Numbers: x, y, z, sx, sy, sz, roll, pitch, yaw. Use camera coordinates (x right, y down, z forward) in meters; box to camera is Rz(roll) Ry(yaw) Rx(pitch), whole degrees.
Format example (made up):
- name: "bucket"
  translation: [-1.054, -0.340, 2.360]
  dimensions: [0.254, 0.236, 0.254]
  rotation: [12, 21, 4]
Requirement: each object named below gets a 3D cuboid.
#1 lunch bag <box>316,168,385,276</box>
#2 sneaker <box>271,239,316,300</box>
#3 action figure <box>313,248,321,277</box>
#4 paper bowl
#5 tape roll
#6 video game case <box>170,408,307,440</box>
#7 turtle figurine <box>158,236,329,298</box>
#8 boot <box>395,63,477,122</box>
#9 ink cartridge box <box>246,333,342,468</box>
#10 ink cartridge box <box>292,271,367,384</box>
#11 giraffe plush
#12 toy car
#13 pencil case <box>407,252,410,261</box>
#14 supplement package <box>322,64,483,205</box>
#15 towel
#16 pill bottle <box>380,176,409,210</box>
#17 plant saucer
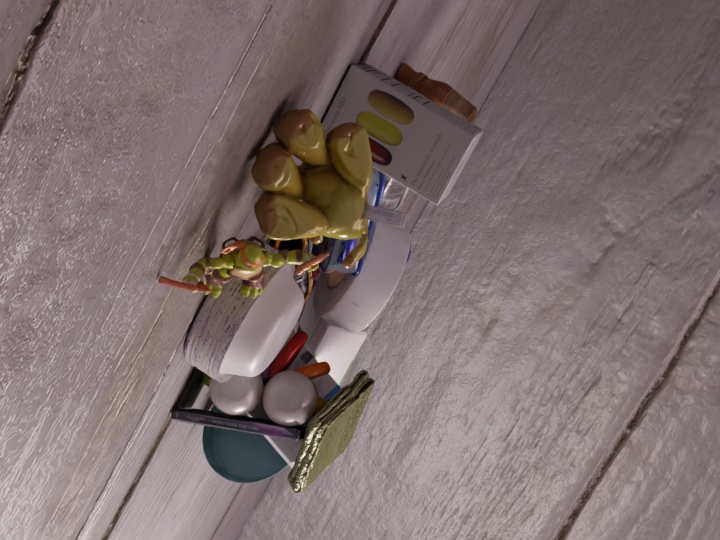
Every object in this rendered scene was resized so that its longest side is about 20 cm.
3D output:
- name: "lunch bag"
  translation: [-0.018, -0.094, 1.572]
  dimensions: [0.161, 0.075, 0.202]
  rotation: [-110, -151, -56]
- name: "sneaker"
  translation: [-0.112, -0.010, 1.563]
  dimensions: [0.077, 0.077, 0.202]
  rotation: [-48, 157, -58]
- name: "action figure"
  translation: [-0.061, -0.052, 1.801]
  dimensions: [0.051, 0.066, 0.201]
  rotation: [-2, -135, 46]
- name: "paper bowl"
  translation: [-0.154, 0.067, 1.435]
  dimensions: [0.202, 0.104, 0.201]
  rotation: [-57, 173, -11]
- name: "tape roll"
  translation: [0.000, 0.000, 1.690]
  dimensions: [0.203, 0.070, 0.203]
  rotation: [-51, -159, 28]
- name: "video game case"
  translation: [-0.182, 0.240, 1.589]
  dimensions: [0.143, 0.197, 0.019]
  rotation: [55, 44, -82]
- name: "turtle figurine"
  translation: [-0.147, -0.005, 1.188]
  dimensions: [0.198, 0.065, 0.161]
  rotation: [-12, 173, -19]
- name: "boot"
  translation: [0.115, -0.264, 1.794]
  dimensions: [0.077, 0.155, 0.201]
  rotation: [-50, 167, -23]
- name: "ink cartridge box"
  translation: [-0.127, 0.208, 1.717]
  dimensions: [0.145, 0.200, 0.084]
  rotation: [-40, 169, -14]
- name: "ink cartridge box"
  translation: [-0.070, 0.090, 1.853]
  dimensions: [0.146, 0.083, 0.201]
  rotation: [-63, -150, 33]
- name: "giraffe plush"
  translation: [-0.058, -0.103, 1.277]
  dimensions: [0.174, 0.199, 0.162]
  rotation: [-62, -157, -4]
- name: "toy car"
  translation: [-0.142, 0.157, 1.585]
  dimensions: [0.175, 0.197, 0.152]
  rotation: [113, -11, -84]
- name: "pencil case"
  translation: [0.010, -0.056, 1.872]
  dimensions: [0.199, 0.086, 0.079]
  rotation: [17, -99, 55]
- name: "supplement package"
  translation: [0.058, -0.196, 1.442]
  dimensions: [0.115, 0.199, 0.110]
  rotation: [-61, 174, 16]
- name: "towel"
  translation: [-0.048, 0.253, 1.596]
  dimensions: [0.148, 0.036, 0.201]
  rotation: [-38, 156, -42]
- name: "pill bottle"
  translation: [0.053, -0.203, 1.767]
  dimensions: [0.113, 0.112, 0.201]
  rotation: [-54, 172, -40]
- name: "plant saucer"
  translation: [-0.182, 0.282, 1.788]
  dimensions: [0.201, 0.198, 0.028]
  rotation: [-57, 149, -21]
